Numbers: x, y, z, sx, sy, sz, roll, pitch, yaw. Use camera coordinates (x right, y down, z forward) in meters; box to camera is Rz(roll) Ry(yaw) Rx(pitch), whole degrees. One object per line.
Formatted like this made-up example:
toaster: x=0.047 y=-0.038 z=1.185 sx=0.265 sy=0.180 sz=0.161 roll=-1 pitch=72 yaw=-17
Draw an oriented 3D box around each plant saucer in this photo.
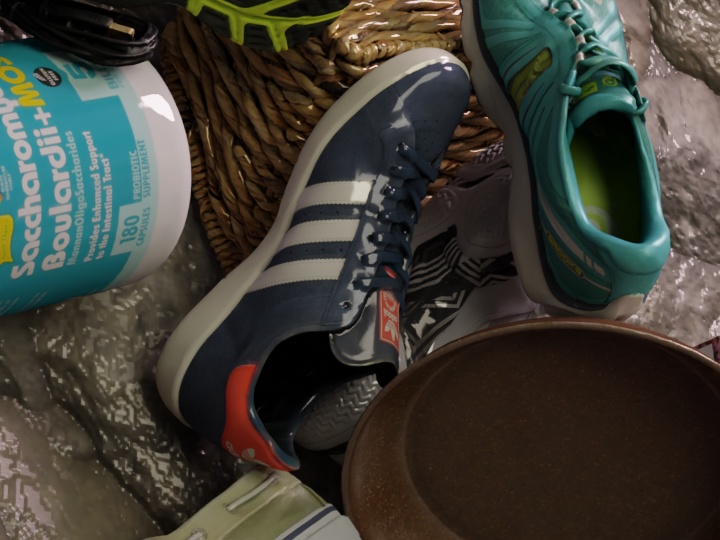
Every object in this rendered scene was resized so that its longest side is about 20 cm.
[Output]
plant saucer: x=0.092 y=0.089 z=1.109 sx=0.200 sy=0.200 sz=0.037 roll=37 pitch=33 yaw=-22

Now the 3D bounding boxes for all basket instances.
basket: x=-0.002 y=-0.090 z=1.220 sx=0.199 sy=0.150 sz=0.143 roll=-9 pitch=44 yaw=-43

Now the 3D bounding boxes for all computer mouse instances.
computer mouse: x=-0.178 y=-0.119 z=1.027 sx=0.199 sy=0.034 sz=0.059 roll=12 pitch=23 yaw=2

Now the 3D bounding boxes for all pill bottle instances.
pill bottle: x=-0.173 y=-0.031 z=1.011 sx=0.199 sy=0.111 sz=0.111 roll=-16 pitch=81 yaw=-44

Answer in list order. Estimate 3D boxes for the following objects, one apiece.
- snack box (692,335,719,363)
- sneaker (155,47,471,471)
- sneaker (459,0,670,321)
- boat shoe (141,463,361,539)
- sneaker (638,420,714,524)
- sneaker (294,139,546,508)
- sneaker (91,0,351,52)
snack box: x=0.254 y=0.118 z=1.354 sx=0.199 sy=0.053 sz=0.143 roll=8 pitch=67 yaw=-39
sneaker: x=0.000 y=0.000 z=1.098 sx=0.201 sy=0.084 sz=0.075 roll=-56 pitch=144 yaw=2
sneaker: x=0.098 y=-0.078 z=1.101 sx=0.077 sy=0.080 sz=0.201 roll=-8 pitch=73 yaw=-18
boat shoe: x=-0.081 y=0.143 z=1.054 sx=0.062 sy=0.072 sz=0.200 roll=43 pitch=39 yaw=16
sneaker: x=0.154 y=0.098 z=1.200 sx=0.200 sy=0.079 sz=0.079 roll=54 pitch=51 yaw=-58
sneaker: x=0.063 y=0.030 z=1.176 sx=0.200 sy=0.075 sz=0.115 roll=-48 pitch=117 yaw=-5
sneaker: x=-0.084 y=-0.151 z=1.031 sx=0.200 sy=0.075 sz=0.077 roll=26 pitch=29 yaw=-53
